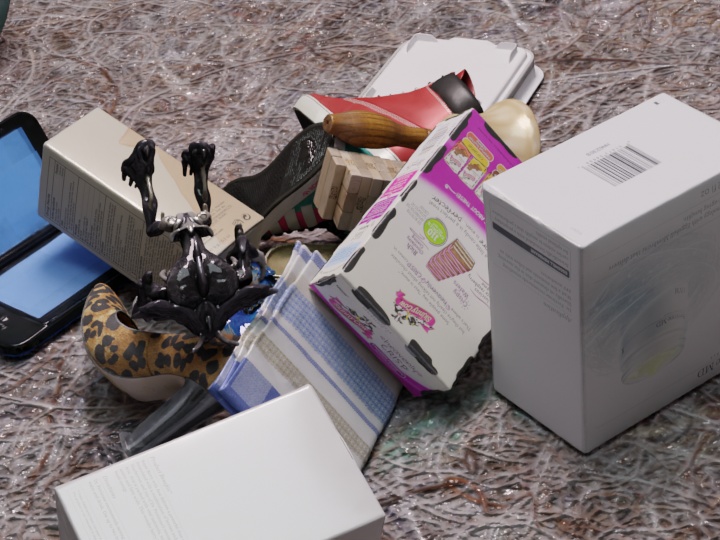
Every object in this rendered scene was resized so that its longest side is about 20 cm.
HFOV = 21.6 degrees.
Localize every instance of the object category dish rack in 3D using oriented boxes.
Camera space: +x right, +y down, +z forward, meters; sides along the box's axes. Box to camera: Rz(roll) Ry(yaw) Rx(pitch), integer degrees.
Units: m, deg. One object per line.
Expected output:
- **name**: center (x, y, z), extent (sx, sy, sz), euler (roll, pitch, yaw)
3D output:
- **dish rack**: center (0.085, -0.188, 1.945), extent (0.170, 0.044, 0.200), euler (8, 36, 23)

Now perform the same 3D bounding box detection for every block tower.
- **block tower**: center (0.063, -0.057, 1.650), extent (0.198, 0.058, 0.054), euler (8, 26, -19)

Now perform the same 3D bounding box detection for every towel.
- **towel**: center (-0.036, 0.083, 1.503), extent (0.024, 0.147, 0.200), euler (-32, 18, 37)

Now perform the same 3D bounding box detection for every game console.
- **game console**: center (-0.309, -0.038, 1.727), extent (0.170, 0.119, 0.200), euler (20, 43, 35)

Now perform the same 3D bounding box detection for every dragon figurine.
- **dragon figurine**: center (-0.080, 0.058, 1.595), extent (0.099, 0.059, 0.200), euler (-22, 35, -20)

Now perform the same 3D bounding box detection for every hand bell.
- **hand bell**: center (0.052, -0.118, 1.681), extent (0.199, 0.105, 0.104), euler (8, 23, -34)

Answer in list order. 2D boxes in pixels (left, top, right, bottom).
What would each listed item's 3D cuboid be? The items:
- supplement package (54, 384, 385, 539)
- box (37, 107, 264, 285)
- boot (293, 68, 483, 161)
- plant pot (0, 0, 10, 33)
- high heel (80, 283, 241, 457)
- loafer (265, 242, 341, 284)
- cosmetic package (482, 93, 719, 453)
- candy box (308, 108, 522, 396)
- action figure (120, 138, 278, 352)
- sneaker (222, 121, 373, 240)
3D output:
- **supplement package**: center (-0.098, 0.190, 1.323), extent (0.198, 0.120, 0.122), euler (-20, 58, -19)
- **box**: center (-0.190, -0.049, 1.690), extent (0.199, 0.095, 0.078), euler (35, 48, 17)
- **boot**: center (0.031, -0.154, 1.837), extent (0.144, 0.073, 0.200), euler (-41, 37, -14)
- **plant pot**: center (-0.480, -0.288, 2.114), extent (0.198, 0.135, 0.201), euler (-4, 34, 3)
- **high heel**: center (-0.154, 0.052, 1.562), extent (0.142, 0.071, 0.201), euler (-36, 47, 10)
- **loafer**: center (0.000, 0.000, 1.659), extent (0.198, 0.068, 0.076), euler (8, 36, 21)
- **cosmetic package**: center (0.211, 0.001, 1.499), extent (0.198, 0.201, 0.123), euler (-27, 41, -27)
- **candy box**: center (0.069, -0.015, 1.562), extent (0.200, 0.136, 0.061), euler (-51, 16, -28)
- **action figure**: center (-0.132, -0.007, 1.510), extent (0.118, 0.102, 0.201), euler (-12, 60, -5)
- **sneaker**: center (-0.048, -0.056, 1.735), extent (0.199, 0.120, 0.084), euler (-32, 47, 38)
